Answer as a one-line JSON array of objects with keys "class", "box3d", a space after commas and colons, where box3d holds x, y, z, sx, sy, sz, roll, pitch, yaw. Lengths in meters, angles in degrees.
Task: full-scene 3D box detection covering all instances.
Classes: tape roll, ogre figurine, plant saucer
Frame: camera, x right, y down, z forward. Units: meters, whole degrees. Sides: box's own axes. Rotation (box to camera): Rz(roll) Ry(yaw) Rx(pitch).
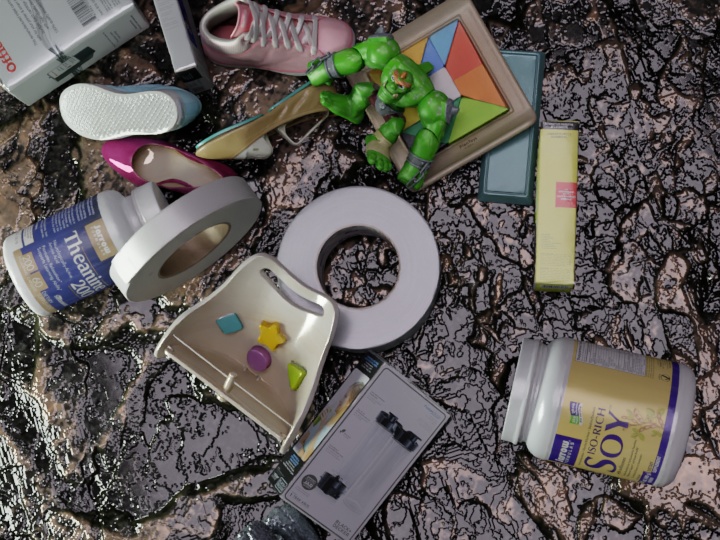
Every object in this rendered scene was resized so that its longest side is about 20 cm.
[{"class": "tape roll", "box3d": [-0.209, -0.036, 1.479, 0.203, 0.203, 0.037, -37, 80, -1]}, {"class": "tape roll", "box3d": [0.000, 0.000, 1.521, 0.200, 0.066, 0.201, -1, 82, 6]}, {"class": "ogre figurine", "box3d": [0.033, -0.209, 1.504, 0.120, 0.098, 0.200, -45, 65, 26]}, {"class": "plant saucer", "box3d": [0.190, -0.184, 1.555, 0.070, 0.019, 0.200, 5, 83, 7]}]

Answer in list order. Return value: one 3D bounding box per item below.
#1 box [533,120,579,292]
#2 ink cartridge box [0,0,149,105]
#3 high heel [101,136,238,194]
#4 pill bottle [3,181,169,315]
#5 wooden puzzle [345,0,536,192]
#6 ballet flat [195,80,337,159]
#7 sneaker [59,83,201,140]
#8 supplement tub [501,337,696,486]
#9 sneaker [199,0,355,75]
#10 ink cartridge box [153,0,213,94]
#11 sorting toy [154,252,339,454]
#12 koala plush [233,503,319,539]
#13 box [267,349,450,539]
[{"class": "box", "box3d": [0.238, -0.077, 1.505, 0.050, 0.075, 0.200, 3, 80, 6]}, {"class": "ink cartridge box", "box3d": [-0.400, -0.331, 1.605, 0.200, 0.083, 0.147, -33, 80, -1]}, {"class": "high heel", "box3d": [-0.243, -0.130, 1.550, 0.200, 0.096, 0.067, 25, 85, 9]}, {"class": "pill bottle", "box3d": [-0.331, -0.032, 1.537, 0.200, 0.111, 0.111, -25, 79, 2]}, {"class": "wooden puzzle", "box3d": [0.096, -0.225, 1.549, 0.185, 0.037, 0.200, -30, 78, 9]}, {"class": "ballet flat", "box3d": [-0.109, -0.176, 1.546, 0.200, 0.069, 0.063, -31, 94, -13]}, {"class": "sneaker", "box3d": [-0.293, -0.205, 1.589, 0.200, 0.082, 0.074, 10, 105, 27]}, {"class": "supplement tub", "box3d": [0.273, 0.159, 1.428, 0.200, 0.145, 0.146, 12, 83, 8]}, {"class": "sneaker", "box3d": [-0.109, -0.298, 1.560, 0.200, 0.105, 0.076, 1, 79, 5]}, {"class": "ink cartridge box", "box3d": [-0.238, -0.334, 1.583, 0.037, 0.095, 0.200, -16, 80, 4]}, {"class": "sorting toy", "box3d": [-0.111, 0.079, 1.464, 0.200, 0.107, 0.180, 36, 116, 9]}, {"class": "koala plush", "box3d": [-0.083, 0.406, 1.423, 0.200, 0.177, 0.184, 38, 98, 10]}, {"class": "box", "box3d": [-0.001, 0.209, 1.467, 0.117, 0.060, 0.200, 39, 87, -22]}]
